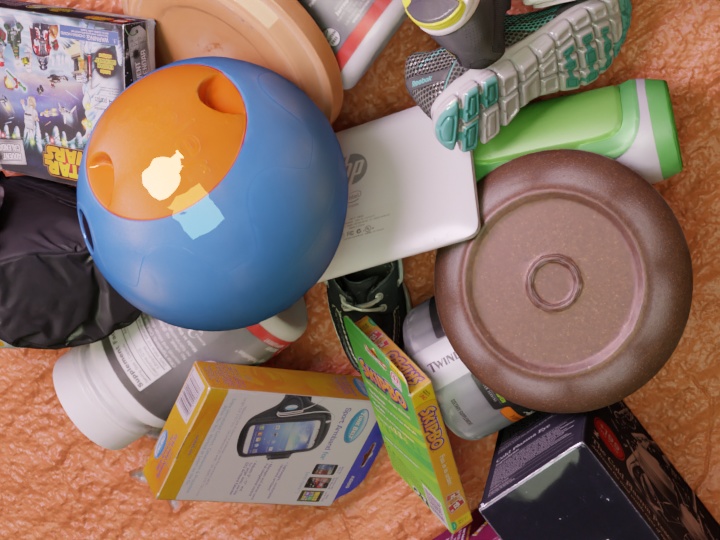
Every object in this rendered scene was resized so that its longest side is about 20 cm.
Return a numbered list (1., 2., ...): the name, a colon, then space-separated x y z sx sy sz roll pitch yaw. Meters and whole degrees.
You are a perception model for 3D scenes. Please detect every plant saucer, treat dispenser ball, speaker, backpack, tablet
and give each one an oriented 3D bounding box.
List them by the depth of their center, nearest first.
1. treat dispenser ball: -0.108 -0.056 1.232 0.200 0.201 0.202 3 107 9
2. plant saucer: 0.148 0.009 1.255 0.199 0.037 0.202 0 92 16
3. plant saucer: -0.105 -0.170 1.303 0.200 0.032 0.201 27 151 16
4. tablet: -0.003 -0.059 1.309 0.199 0.014 0.131 -16 59 21
5. speaker: 0.149 -0.094 1.318 0.199 0.088 0.089 -11 104 13
6. backpack: -0.277 -0.009 1.363 0.166 0.200 0.127 -1 108 -35

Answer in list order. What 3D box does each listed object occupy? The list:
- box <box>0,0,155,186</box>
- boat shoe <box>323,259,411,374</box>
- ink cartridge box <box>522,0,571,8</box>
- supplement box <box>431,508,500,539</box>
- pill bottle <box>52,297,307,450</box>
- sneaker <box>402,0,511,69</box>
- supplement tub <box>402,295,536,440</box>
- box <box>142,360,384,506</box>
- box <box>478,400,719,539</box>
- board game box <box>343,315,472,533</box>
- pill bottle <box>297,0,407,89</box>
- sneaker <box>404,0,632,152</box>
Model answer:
1. box: -0.249 -0.144 1.353 0.199 0.040 0.138 12 111 35
2. boat shoe: 0.000 0.000 1.385 0.075 0.060 0.201 -6 105 12
3. ink cartridge box: 0.175 -0.313 1.250 0.144 0.084 0.201 -11 104 13
4. supplement box: 0.103 0.293 1.431 0.200 0.103 0.131 -38 98 18
5. pill bottle: -0.153 0.060 1.401 0.200 0.114 0.114 -36 98 18
6. sneaker: 0.072 -0.226 1.252 0.074 0.201 0.085 -16 133 25
7. supplement tub: 0.145 0.042 1.340 0.199 0.123 0.123 -29 99 17
8. box: -0.070 0.140 1.399 0.199 0.042 0.119 7 122 -37
9. box: 0.201 0.204 1.346 0.104 0.182 0.200 -36 98 17
10. board game box: 0.039 0.122 1.354 0.030 0.096 0.201 -34 136 -12
11. pill bottle: -0.055 -0.243 1.294 0.200 0.116 0.116 37 109 -2
12. sneaker: 0.119 -0.174 1.284 0.199 0.091 0.078 -29 141 -20
